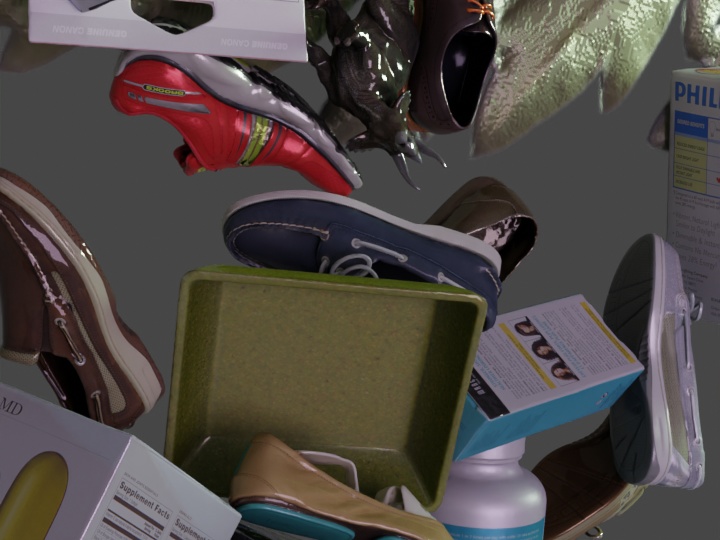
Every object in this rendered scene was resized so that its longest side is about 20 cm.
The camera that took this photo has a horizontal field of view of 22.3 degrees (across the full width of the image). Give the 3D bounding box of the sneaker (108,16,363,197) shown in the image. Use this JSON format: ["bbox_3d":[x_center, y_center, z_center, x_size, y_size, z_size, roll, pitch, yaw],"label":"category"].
[{"bbox_3d":[-0.086,-0.095,1.234,0.200,0.077,0.085,31,103,-33],"label":"sneaker"}]

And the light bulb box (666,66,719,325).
[{"bbox_3d":[0.350,-0.054,1.437,0.124,0.198,0.201,-10,107,-33],"label":"light bulb box"}]

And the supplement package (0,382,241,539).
[{"bbox_3d":[-0.203,0.190,1.102,0.201,0.151,0.151,-64,149,-14],"label":"supplement package"}]

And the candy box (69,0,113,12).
[{"bbox_3d":[-0.147,-0.284,1.085,0.168,0.071,0.200,48,65,-21],"label":"candy box"}]

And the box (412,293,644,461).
[{"bbox_3d":[0.119,0.076,1.348,0.200,0.082,0.049,-12,145,-47],"label":"box"}]

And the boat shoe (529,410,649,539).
[{"bbox_3d":[0.198,0.166,1.462,0.200,0.073,0.063,-35,137,-23],"label":"boat shoe"}]

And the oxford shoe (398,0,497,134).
[{"bbox_3d":[0.077,-0.195,1.303,0.071,0.072,0.201,4,98,-33],"label":"oxford shoe"}]

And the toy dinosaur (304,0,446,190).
[{"bbox_3d":[0.005,-0.153,1.262,0.102,0.077,0.201,50,33,-40],"label":"toy dinosaur"}]

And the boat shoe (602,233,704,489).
[{"bbox_3d":[0.235,0.071,1.434,0.065,0.074,0.203,11,66,-24],"label":"boat shoe"}]

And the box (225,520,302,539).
[{"bbox_3d":[-0.024,0.218,1.221,0.200,0.193,0.048,34,79,-57],"label":"box"}]

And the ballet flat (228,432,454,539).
[{"bbox_3d":[0.003,0.164,1.245,0.200,0.069,0.063,27,56,-27],"label":"ballet flat"}]

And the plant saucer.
[{"bbox_3d":[-0.029,0.072,1.241,0.199,0.048,0.200,5,128,-7],"label":"plant saucer"}]

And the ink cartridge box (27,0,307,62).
[{"bbox_3d":[-0.129,-0.223,1.161,0.199,0.045,0.177,1,88,-33],"label":"ink cartridge box"}]

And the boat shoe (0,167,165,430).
[{"bbox_3d":[-0.199,0.031,1.168,0.075,0.075,0.203,-45,121,-26],"label":"boat shoe"}]

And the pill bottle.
[{"bbox_3d":[0.081,0.213,1.372,0.110,0.111,0.201,-2,102,-33],"label":"pill bottle"}]

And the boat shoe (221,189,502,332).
[{"bbox_3d":[0.000,0.000,1.260,0.199,0.075,0.062,15,49,-11],"label":"boat shoe"}]

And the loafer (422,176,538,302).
[{"bbox_3d":[0.055,0.011,1.337,0.200,0.067,0.076,-51,122,-14],"label":"loafer"}]
